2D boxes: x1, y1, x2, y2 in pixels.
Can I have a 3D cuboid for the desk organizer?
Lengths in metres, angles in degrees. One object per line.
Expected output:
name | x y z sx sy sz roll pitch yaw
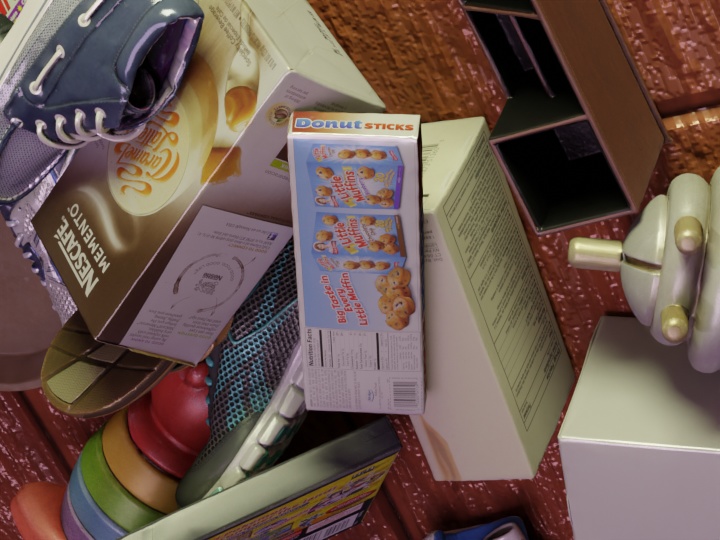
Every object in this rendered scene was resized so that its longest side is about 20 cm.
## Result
desk organizer | 0.095 -0.124 1.156 0.071 0.077 0.201 -13 120 30

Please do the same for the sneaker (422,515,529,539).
sneaker | 0.124 0.237 1.424 0.199 0.081 0.147 13 134 20

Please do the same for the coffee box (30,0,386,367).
coffee box | -0.091 -0.059 1.208 0.079 0.115 0.200 17 118 -43

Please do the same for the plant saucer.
plant saucer | -0.268 -0.003 1.435 0.199 0.030 0.201 11 129 14

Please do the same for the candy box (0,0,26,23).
candy box | -0.192 -0.166 1.253 0.200 0.026 0.103 -29 84 36

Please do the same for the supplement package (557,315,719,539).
supplement package | 0.232 0.112 1.255 0.199 0.120 0.122 3 129 20

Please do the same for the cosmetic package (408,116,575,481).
cosmetic package | 0.059 0.020 1.267 0.071 0.105 0.201 -4 123 27

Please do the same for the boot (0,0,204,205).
boot | -0.162 -0.095 1.186 0.090 0.073 0.200 48 125 28

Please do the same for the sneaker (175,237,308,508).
sneaker | -0.069 0.061 1.337 0.091 0.078 0.201 33 91 10

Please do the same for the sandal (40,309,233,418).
sandal | -0.109 0.022 1.300 0.080 0.200 0.054 35 164 38

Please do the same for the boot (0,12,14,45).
boot | -0.288 -0.120 1.271 0.162 0.073 0.199 43 116 16

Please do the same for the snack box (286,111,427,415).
snack box | 0.000 0.000 1.181 0.071 0.024 0.201 3 129 6

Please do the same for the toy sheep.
toy sheep | 0.215 0.001 1.166 0.199 0.138 0.138 12 130 5

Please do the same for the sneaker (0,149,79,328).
sneaker | -0.184 -0.025 1.342 0.085 0.077 0.201 8 112 9

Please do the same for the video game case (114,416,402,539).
video game case | -0.077 0.169 1.358 0.026 0.199 0.181 62 163 16

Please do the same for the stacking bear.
stacking bear | -0.133 0.127 1.429 0.200 0.121 0.114 -55 50 30
